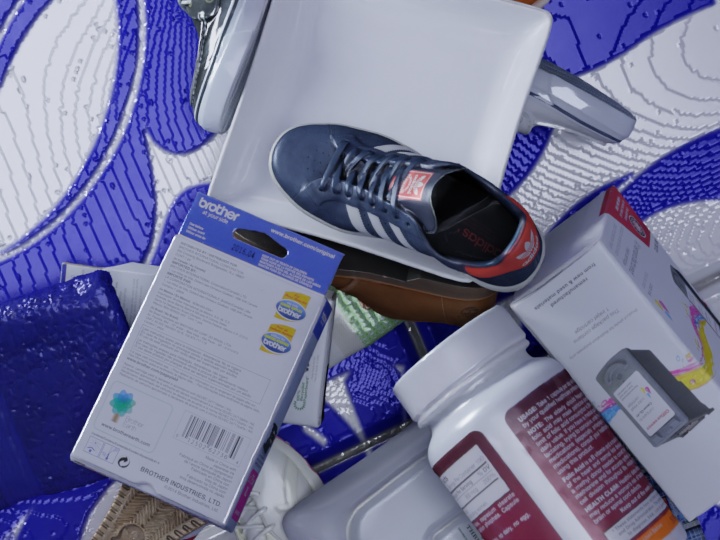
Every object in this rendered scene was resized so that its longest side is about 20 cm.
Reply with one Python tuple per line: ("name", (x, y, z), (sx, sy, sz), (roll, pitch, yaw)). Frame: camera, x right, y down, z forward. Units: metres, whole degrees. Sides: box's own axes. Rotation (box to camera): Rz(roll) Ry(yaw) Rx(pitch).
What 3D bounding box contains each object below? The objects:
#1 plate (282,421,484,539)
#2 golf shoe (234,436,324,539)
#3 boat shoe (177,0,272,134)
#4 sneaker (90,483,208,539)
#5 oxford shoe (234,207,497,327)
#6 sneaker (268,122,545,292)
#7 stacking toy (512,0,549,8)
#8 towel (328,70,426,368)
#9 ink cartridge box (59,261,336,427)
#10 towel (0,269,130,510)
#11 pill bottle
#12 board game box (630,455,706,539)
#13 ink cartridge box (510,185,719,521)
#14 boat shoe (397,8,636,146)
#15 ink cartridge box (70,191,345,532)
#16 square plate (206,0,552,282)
("plate", (0.077, 0.197, 1.284), (0.199, 0.032, 0.200), (-34, 82, -13))
("golf shoe", (-0.057, 0.196, 1.312), (0.075, 0.092, 0.201), (-33, 96, 33))
("boat shoe", (-0.097, -0.199, 1.315), (0.070, 0.072, 0.202), (14, 83, 4))
("sneaker", (-0.138, 0.180, 1.297), (0.071, 0.112, 0.201), (38, 88, 9))
("oxford shoe", (0.000, 0.000, 1.291), (0.198, 0.072, 0.072), (17, 49, 8))
("sneaker", (0.029, -0.052, 1.205), (0.198, 0.085, 0.076), (21, 81, 10))
("stacking toy", (0.107, -0.263, 1.255), (0.144, 0.200, 0.148), (3, 79, -15))
("towel", (-0.002, -0.030, 1.330), (0.199, 0.031, 0.150), (-33, 99, 7))
("ink cartridge box", (-0.119, 0.050, 1.317), (0.197, 0.037, 0.096), (8, 102, 1))
("towel", (-0.244, 0.091, 1.297), (0.198, 0.050, 0.149), (-17, 106, 6))
("pill bottle", (0.116, 0.132, 1.230), (0.114, 0.114, 0.201), (-36, 81, -4))
("board game box", (0.159, 0.204, 1.340), (0.198, 0.062, 0.202), (-18, 79, -11))
("ink cartridge box", (0.205, 0.055, 1.308), (0.085, 0.148, 0.200), (-39, 97, 20))
("boat shoe", (0.101, -0.130, 1.342), (0.198, 0.074, 0.067), (27, 105, 3))
("ink cartridge box", (-0.099, 0.061, 1.239), (0.118, 0.042, 0.202), (22, 81, 12))
("square plate", (0.014, -0.109, 1.277), (0.196, 0.028, 0.202), (16, 80, 9))
